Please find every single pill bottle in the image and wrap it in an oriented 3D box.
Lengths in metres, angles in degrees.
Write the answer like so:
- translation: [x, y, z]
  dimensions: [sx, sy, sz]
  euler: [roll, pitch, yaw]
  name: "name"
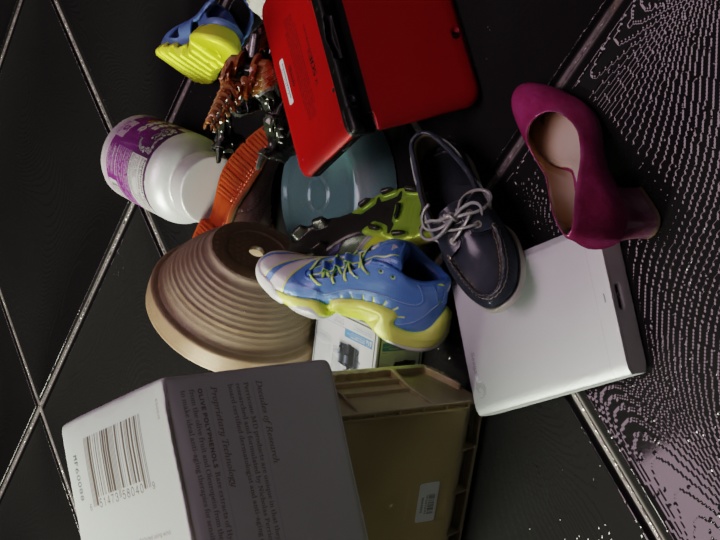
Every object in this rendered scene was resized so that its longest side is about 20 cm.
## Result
- translation: [-0.230, -0.121, 1.682]
  dimensions: [0.200, 0.112, 0.113]
  euler: [25, 112, 51]
  name: "pill bottle"

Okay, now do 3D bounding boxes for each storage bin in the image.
- translation: [0.005, 0.203, 1.302]
  dimensions: [0.094, 0.197, 0.202]
  euler: [28, 114, 51]
  name: "storage bin"

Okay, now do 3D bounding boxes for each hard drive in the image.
- translation: [0.162, 0.046, 1.219]
  dimensions: [0.200, 0.026, 0.133]
  euler: [-25, 72, 52]
  name: "hard drive"

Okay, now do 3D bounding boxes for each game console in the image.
- translation: [0.004, -0.215, 1.354]
  dimensions: [0.172, 0.118, 0.201]
  euler: [-38, 62, 54]
  name: "game console"

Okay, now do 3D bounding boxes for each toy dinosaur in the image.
- translation: [-0.117, -0.185, 1.433]
  dimensions: [0.102, 0.199, 0.137]
  euler: [23, 124, 35]
  name: "toy dinosaur"

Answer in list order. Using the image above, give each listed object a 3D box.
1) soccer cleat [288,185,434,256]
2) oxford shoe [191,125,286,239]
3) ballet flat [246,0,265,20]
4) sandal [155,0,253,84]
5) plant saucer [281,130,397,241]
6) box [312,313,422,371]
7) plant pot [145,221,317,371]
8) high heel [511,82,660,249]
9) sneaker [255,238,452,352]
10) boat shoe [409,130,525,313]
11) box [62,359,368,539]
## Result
- translation: [0.020, -0.031, 1.379]
  dimensions: [0.199, 0.084, 0.065]
  euler: [-16, 53, 32]
  name: "soccer cleat"
- translation: [-0.129, -0.077, 1.593]
  dimensions: [0.201, 0.073, 0.071]
  euler: [-60, 31, 13]
  name: "oxford shoe"
- translation: [-0.107, -0.324, 1.536]
  dimensions: [0.070, 0.069, 0.201]
  euler: [-51, 53, 43]
  name: "ballet flat"
- translation: [-0.181, -0.281, 1.649]
  dimensions: [0.200, 0.079, 0.088]
  euler: [-2, 60, 59]
  name: "sandal"
- translation: [-0.033, -0.082, 1.476]
  dimensions: [0.199, 0.036, 0.202]
  euler: [5, 96, 54]
  name: "plant saucer"
- translation: [0.000, 0.139, 1.423]
  dimensions: [0.116, 0.060, 0.202]
  euler: [25, 112, 51]
  name: "box"
- translation: [-0.121, 0.013, 1.459]
  dimensions: [0.201, 0.200, 0.093]
  euler: [54, 136, 37]
  name: "plant pot"
- translation: [0.161, -0.092, 1.149]
  dimensions: [0.201, 0.095, 0.068]
  euler: [60, 137, 32]
  name: "high heel"
- translation: [0.000, 0.000, 1.320]
  dimensions: [0.076, 0.199, 0.106]
  euler: [-67, -6, -53]
  name: "sneaker"
- translation: [0.092, -0.049, 1.246]
  dimensions: [0.075, 0.062, 0.201]
  euler: [-31, 50, 21]
  name: "boat shoe"
- translation: [-0.125, 0.198, 1.172]
  dimensions: [0.199, 0.170, 0.202]
  euler: [-26, 74, 49]
  name: "box"
